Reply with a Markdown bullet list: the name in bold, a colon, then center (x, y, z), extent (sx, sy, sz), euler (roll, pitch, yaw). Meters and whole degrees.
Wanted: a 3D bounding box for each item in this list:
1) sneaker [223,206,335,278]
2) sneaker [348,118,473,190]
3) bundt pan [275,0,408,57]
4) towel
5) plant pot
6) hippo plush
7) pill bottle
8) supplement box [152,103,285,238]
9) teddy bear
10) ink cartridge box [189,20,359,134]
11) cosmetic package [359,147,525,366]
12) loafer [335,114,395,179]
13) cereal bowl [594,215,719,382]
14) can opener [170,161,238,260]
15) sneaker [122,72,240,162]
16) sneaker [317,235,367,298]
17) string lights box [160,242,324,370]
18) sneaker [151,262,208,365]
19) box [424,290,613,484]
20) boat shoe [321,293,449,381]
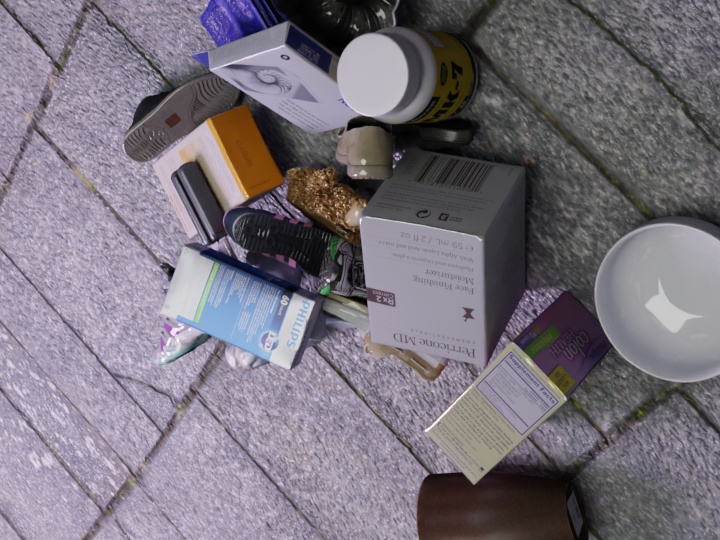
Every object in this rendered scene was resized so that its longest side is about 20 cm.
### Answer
- **sneaker**: center (-0.104, -0.046, 1.707), extent (0.082, 0.199, 0.071), euler (33, 98, 57)
- **sneaker**: center (0.067, -0.148, 1.603), extent (0.198, 0.060, 0.105), euler (10, 113, 37)
- **bundt pan**: center (-0.017, -0.368, 1.553), extent (0.200, 0.076, 0.204), euler (14, 116, 30)
- **towel**: center (-0.154, -0.327, 1.623), extent (0.149, 0.049, 0.200), euler (60, 160, 0)
- **plant pot**: center (0.204, 0.354, 1.660), extent (0.198, 0.187, 0.189), euler (-16, 100, 22)
- **hippo plush**: center (-0.132, 0.047, 1.752), extent (0.199, 0.158, 0.162), euler (-25, 84, 55)
- **pill bottle**: center (0.058, -0.236, 1.469), extent (0.113, 0.199, 0.116), euler (4, 100, 27)
- **supplement box**: center (-0.207, -0.141, 1.749), extent (0.199, 0.073, 0.127), euler (-24, 93, 53)
- **teddy bear**: center (-0.024, -0.089, 1.654), extent (0.145, 0.067, 0.200), euler (39, 172, -23)
- **ink cartridge box**: center (-0.097, -0.242, 1.590), extent (0.199, 0.199, 0.041), euler (-7, 64, 44)
- **cosmetic package**: center (0.108, -0.018, 1.523), extent (0.163, 0.165, 0.202), euler (11, 129, 22)
- **loafer**: center (0.011, -0.161, 1.506), extent (0.075, 0.200, 0.069), euler (3, 105, -9)
- **cereal bowl**: center (0.385, 0.026, 1.442), extent (0.198, 0.083, 0.202), euler (13, 116, 29)
- **can opener**: center (-0.220, -0.050, 1.702), extent (0.053, 0.067, 0.202), euler (-26, 91, 56)
- **sneaker**: center (-0.266, -0.248, 1.780), extent (0.199, 0.107, 0.075), euler (-29, 122, 12)
- **sneaker**: center (0.000, 0.000, 1.633), extent (0.084, 0.200, 0.079), euler (15, 96, 18)
- **string lights box**: center (-0.161, 0.047, 1.648), extent (0.198, 0.059, 0.104), euler (23, 99, 8)
- **sneaker**: center (-0.287, 0.054, 1.921), extent (0.199, 0.078, 0.141), euler (-36, 86, 29)
- **box**: center (0.205, 0.149, 1.555), extent (0.097, 0.176, 0.200), euler (46, 128, 8)
- **boat shoe**: center (0.031, 0.090, 1.671), extent (0.198, 0.075, 0.069), euler (24, 98, -1)
